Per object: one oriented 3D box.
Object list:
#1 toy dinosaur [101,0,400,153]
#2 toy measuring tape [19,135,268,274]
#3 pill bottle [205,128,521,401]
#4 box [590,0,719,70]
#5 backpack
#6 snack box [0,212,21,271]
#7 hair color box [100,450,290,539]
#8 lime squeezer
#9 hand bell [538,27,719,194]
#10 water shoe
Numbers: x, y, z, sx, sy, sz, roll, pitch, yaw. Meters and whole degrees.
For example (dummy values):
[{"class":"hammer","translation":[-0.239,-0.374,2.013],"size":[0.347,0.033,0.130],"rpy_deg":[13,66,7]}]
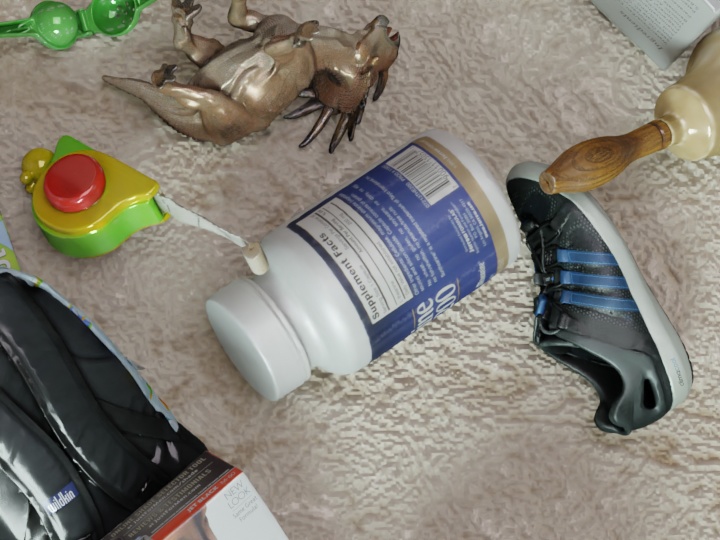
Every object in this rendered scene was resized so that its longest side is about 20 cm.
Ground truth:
[{"class":"toy dinosaur","translation":[-0.071,-0.126,1.630],"size":[0.200,0.136,0.086],"rpy_deg":[-20,50,8]},{"class":"toy measuring tape","translation":[-0.155,-0.028,1.568],"size":[0.200,0.074,0.074],"rpy_deg":[29,70,27]},{"class":"pill bottle","translation":[0.000,0.000,1.592],"size":[0.200,0.111,0.111],"rpy_deg":[-34,85,-17]},{"class":"box","translation":[0.227,-0.292,1.698],"size":[0.200,0.131,0.199],"rpy_deg":[44,73,2]},{"class":"backpack","translation":[-0.221,0.088,1.508],"size":[0.163,0.154,0.200],"rpy_deg":[-42,124,-12]},{"class":"snack box","translation":[-0.340,-0.030,1.538],"size":[0.200,0.053,0.142],"rpy_deg":[-22,107,-16]},{"class":"hair color box","translation":[-0.077,0.228,1.504],"size":[0.111,0.064,0.200],"rpy_deg":[-40,114,-17]},{"class":"lime squeezer","translation":[-0.191,-0.173,1.620],"size":[0.200,0.071,0.038],"rpy_deg":[-14,98,-8]},{"class":"hand bell","translation":[0.199,-0.092,1.626],"size":[0.200,0.104,0.104],"rpy_deg":[-23,82,-36]},{"class":"water shoe","translation":[0.150,0.018,1.628],"size":[0.079,0.072,0.200],"rpy_deg":[-32,85,-21]}]
